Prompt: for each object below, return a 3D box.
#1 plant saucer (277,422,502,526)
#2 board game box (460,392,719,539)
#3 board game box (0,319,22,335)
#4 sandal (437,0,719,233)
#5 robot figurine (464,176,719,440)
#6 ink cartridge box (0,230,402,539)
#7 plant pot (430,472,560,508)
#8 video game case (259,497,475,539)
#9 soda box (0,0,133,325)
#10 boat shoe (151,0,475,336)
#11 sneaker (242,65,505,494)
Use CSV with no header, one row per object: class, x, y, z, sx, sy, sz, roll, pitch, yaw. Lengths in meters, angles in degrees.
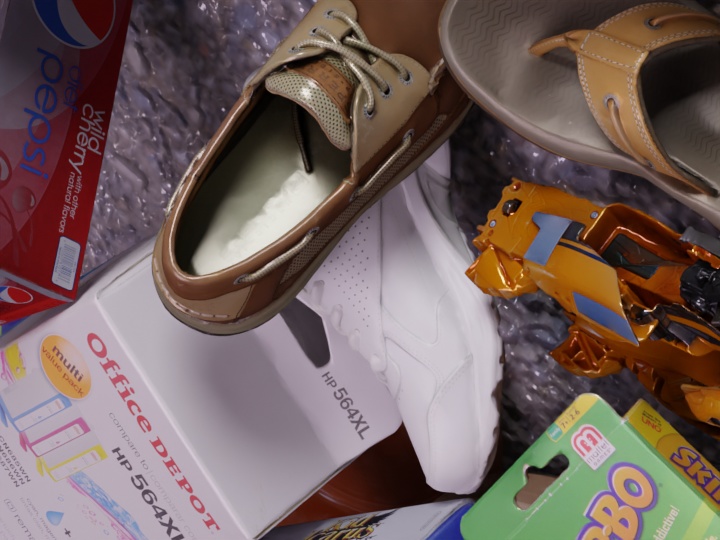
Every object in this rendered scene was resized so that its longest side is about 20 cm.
plant saucer,-0.015,0.051,1.198,0.199,0.032,0.201,23,132,29
board game box,0.136,0.139,0.987,0.200,0.030,0.096,43,124,2
board game box,-0.214,-0.073,1.284,0.134,0.045,0.201,29,135,25
sandal,0.120,-0.061,0.945,0.199,0.081,0.054,35,176,13
robot figurine,0.138,0.033,0.967,0.200,0.058,0.145,29,171,46
ink cartridge box,-0.083,0.054,1.143,0.200,0.125,0.129,-28,97,50
plant pot,0.114,0.163,1.111,0.200,0.093,0.202,24,132,30
video game case,0.021,0.201,1.121,0.181,0.045,0.201,-14,108,47
soda box,-0.148,-0.082,1.104,0.063,0.201,0.070,25,154,-34
boat shoe,-0.008,-0.061,0.988,0.075,0.201,0.074,34,175,8
sneaker,0.000,0.000,1.056,0.078,0.099,0.201,117,138,-82
